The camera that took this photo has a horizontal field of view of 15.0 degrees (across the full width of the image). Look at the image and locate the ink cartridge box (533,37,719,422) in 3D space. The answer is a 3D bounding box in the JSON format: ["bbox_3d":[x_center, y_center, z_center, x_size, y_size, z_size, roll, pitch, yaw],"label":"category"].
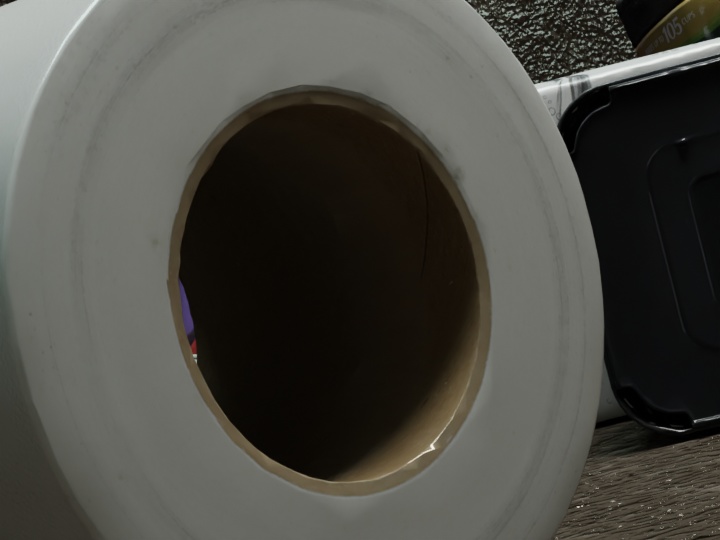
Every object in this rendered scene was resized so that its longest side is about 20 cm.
[{"bbox_3d":[0.092,-0.010,1.171,0.199,0.145,0.084,-15,4,6],"label":"ink cartridge box"}]

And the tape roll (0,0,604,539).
[{"bbox_3d":[-0.049,0.014,0.763,0.202,0.203,0.139,-16,3,-40],"label":"tape roll"}]

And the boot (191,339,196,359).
[{"bbox_3d":[-0.030,0.008,1.314,0.072,0.145,0.200,26,-12,-4],"label":"boot"}]

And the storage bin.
[{"bbox_3d":[0.185,-0.026,1.053,0.199,0.136,0.094,-14,2,9],"label":"storage bin"}]

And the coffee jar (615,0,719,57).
[{"bbox_3d":[0.208,-0.083,1.356,0.085,0.200,0.104,-25,-9,-21],"label":"coffee jar"}]

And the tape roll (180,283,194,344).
[{"bbox_3d":[0.000,0.000,1.465,0.199,0.085,0.200,-3,-16,-1],"label":"tape roll"}]
